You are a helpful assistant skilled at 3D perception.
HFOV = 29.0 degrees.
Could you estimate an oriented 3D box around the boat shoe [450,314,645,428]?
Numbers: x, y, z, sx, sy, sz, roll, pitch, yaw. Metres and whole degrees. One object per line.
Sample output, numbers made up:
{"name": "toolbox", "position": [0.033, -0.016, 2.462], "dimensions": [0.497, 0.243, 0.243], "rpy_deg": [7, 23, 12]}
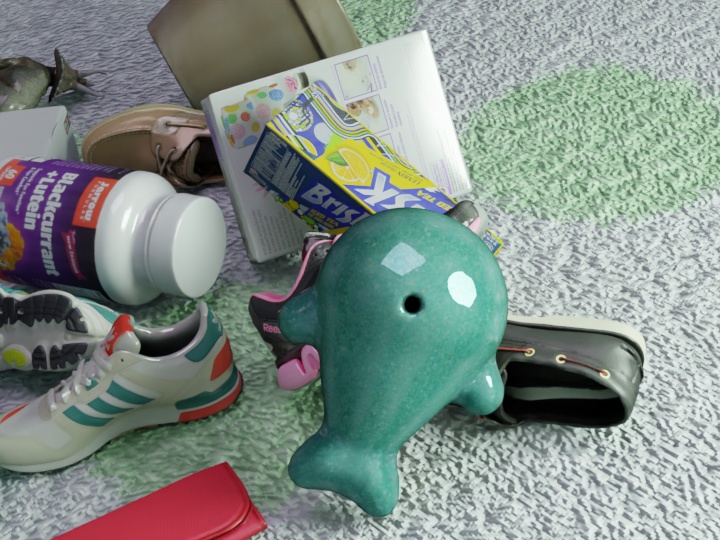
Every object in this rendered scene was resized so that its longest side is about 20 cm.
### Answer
{"name": "boat shoe", "position": [0.098, 0.072, 0.981], "dimensions": [0.199, 0.074, 0.063], "rpy_deg": [1, 44, 22]}

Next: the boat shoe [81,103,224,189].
{"name": "boat shoe", "position": [-0.166, -0.113, 1.303], "dimensions": [0.198, 0.072, 0.065], "rpy_deg": [-7, 35, 2]}

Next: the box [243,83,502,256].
{"name": "box", "position": [0.010, -0.050, 1.096], "dimensions": [0.200, 0.064, 0.070], "rpy_deg": [41, 51, 5]}

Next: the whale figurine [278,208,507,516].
{"name": "whale figurine", "position": [0.019, 0.058, 0.909], "dimensions": [0.158, 0.202, 0.104], "rpy_deg": [23, -3, 1]}

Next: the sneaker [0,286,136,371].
{"name": "sneaker", "position": [-0.262, 0.050, 1.118], "dimensions": [0.198, 0.078, 0.079], "rpy_deg": [7, 1, 35]}

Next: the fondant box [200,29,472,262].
{"name": "fondant box", "position": [-0.020, -0.106, 1.189], "dimensions": [0.198, 0.146, 0.058], "rpy_deg": [-19, 8, -13]}

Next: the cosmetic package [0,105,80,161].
{"name": "cosmetic package", "position": [-0.377, -0.094, 1.330], "dimensions": [0.198, 0.075, 0.102], "rpy_deg": [-4, 36, 6]}

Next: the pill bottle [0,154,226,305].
{"name": "pill bottle", "position": [-0.217, -0.032, 1.169], "dimensions": [0.198, 0.112, 0.112], "rpy_deg": [9, 39, 25]}

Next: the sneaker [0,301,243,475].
{"name": "sneaker", "position": [-0.188, 0.078, 1.026], "dimensions": [0.198, 0.094, 0.071], "rpy_deg": [-16, 36, -9]}

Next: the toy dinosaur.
{"name": "toy dinosaur", "position": [-0.367, -0.181, 1.443], "dimensions": [0.101, 0.078, 0.200], "rpy_deg": [7, 35, 33]}

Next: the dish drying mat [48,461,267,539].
{"name": "dish drying mat", "position": [-0.165, 0.190, 0.932], "dimensions": [0.198, 0.018, 0.077], "rpy_deg": [-23, 37, -18]}

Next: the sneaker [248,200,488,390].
{"name": "sneaker", "position": [0.000, 0.000, 1.022], "dimensions": [0.199, 0.096, 0.079], "rpy_deg": [-36, -10, 10]}

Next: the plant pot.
{"name": "plant pot", "position": [-0.110, -0.236, 1.379], "dimensions": [0.173, 0.201, 0.200], "rpy_deg": [-30, 38, -2]}
